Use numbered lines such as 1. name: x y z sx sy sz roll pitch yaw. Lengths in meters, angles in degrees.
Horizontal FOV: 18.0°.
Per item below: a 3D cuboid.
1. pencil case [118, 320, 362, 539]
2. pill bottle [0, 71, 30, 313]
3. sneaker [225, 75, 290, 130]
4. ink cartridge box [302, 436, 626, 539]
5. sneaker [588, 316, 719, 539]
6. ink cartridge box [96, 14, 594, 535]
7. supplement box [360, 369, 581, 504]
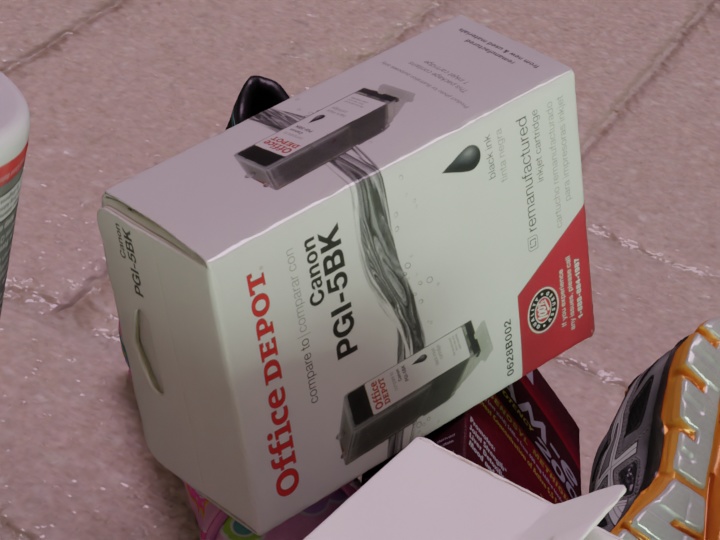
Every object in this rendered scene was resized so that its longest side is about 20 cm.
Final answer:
1. pencil case: -0.060 0.073 1.099 0.087 0.088 0.200 1 31 -22
2. pill bottle: -0.215 0.008 1.012 0.113 0.201 0.114 11 29 -6
3. sneaker: -0.036 -0.035 1.257 0.075 0.080 0.200 -5 33 -26
4. ink cartridge box: 0.030 0.170 0.844 0.125 0.201 0.128 25 30 18
5. sneaker: 0.131 0.118 1.005 0.078 0.077 0.201 36 59 -16
6. ink cartridge box: 0.000 0.000 0.988 0.199 0.148 0.083 -29 39 -27
7. supplement box: 0.054 0.104 1.061 0.109 0.061 0.200 53 20 -23
